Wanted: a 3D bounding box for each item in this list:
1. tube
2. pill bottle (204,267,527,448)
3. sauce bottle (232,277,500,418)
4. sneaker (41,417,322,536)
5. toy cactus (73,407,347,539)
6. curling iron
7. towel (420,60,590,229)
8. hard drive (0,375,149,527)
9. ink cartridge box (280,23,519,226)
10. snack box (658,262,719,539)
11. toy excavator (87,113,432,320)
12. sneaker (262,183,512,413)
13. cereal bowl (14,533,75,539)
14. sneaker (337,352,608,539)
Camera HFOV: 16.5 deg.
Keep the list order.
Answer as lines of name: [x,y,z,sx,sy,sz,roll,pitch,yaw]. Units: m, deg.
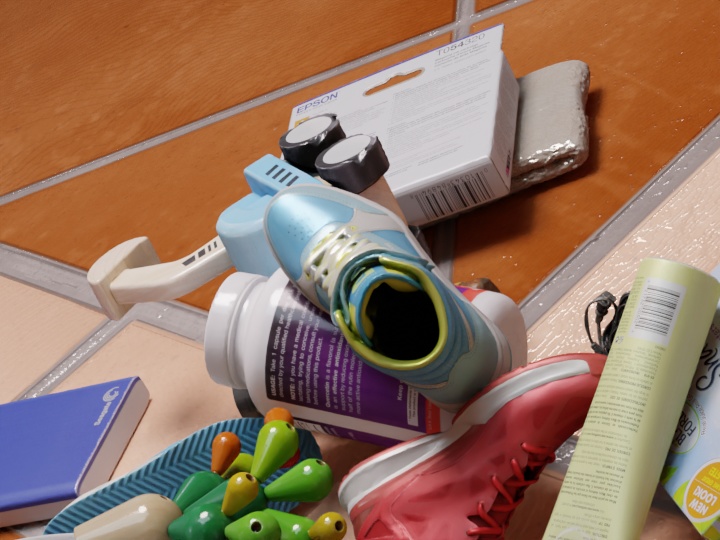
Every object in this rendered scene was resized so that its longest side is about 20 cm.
tube: [0.154,0.093,1.429,0.052,0.058,0.201,19,78,6]
pill bottle: [0.002,0.055,1.622,0.199,0.113,0.113,11,44,22]
sauce bottle: [0.006,0.060,1.716,0.199,0.066,0.066,-16,31,22]
sneaker: [-0.122,0.152,1.671,0.199,0.077,0.081,-20,-1,-8]
toy cactus: [-0.094,0.158,1.545,0.164,0.103,0.200,-16,20,-3]
curling iron: [0.212,0.010,1.570,0.025,0.050,0.200,-29,-2,-45]
towel: [0.087,-0.089,1.918,0.199,0.035,0.133,-20,32,18]
hard drive: [-0.266,0.145,1.868,0.199,0.025,0.132,-13,32,28]
ink cartridge box: [0.027,-0.093,1.903,0.195,0.043,0.201,-20,29,21]
snack box: [0.249,0.055,1.434,0.200,0.068,0.169,-51,27,8]
toy excavator: [-0.080,-0.019,1.734,0.199,0.100,0.194,-32,25,-15]
sneaker: [0.000,0.000,1.505,0.200,0.130,0.080,38,92,25]
cereal bowl: [-0.163,0.235,1.527,0.198,0.084,0.200,4,14,-1]
sneaker: [0.086,0.140,1.489,0.199,0.078,0.116,-33,56,24]
